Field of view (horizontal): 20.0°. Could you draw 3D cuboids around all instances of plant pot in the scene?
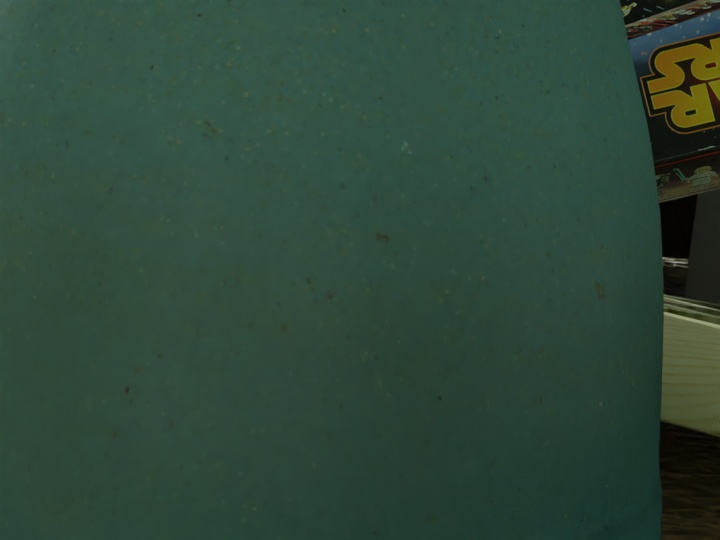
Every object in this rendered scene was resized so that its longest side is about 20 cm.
[{"bbox_3d":[-0.022,-0.020,0.450,0.198,0.190,0.200,5,10,-1],"label":"plant pot"}]

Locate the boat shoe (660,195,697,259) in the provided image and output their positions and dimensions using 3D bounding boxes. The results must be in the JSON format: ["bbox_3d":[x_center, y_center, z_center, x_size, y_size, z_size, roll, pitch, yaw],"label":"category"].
[{"bbox_3d":[0.176,-0.035,0.868,0.199,0.071,0.069,12,19,-25],"label":"boat shoe"}]

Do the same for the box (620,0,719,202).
[{"bbox_3d":[0.064,-0.086,0.588,0.198,0.138,0.040,-12,-18,4],"label":"box"}]

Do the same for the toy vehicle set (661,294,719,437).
[{"bbox_3d":[0.108,0.027,0.601,0.124,0.027,0.199,14,3,38],"label":"toy vehicle set"}]

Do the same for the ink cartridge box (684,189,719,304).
[{"bbox_3d":[0.237,0.003,0.730,0.146,0.084,0.199,-6,16,-43],"label":"ink cartridge box"}]
